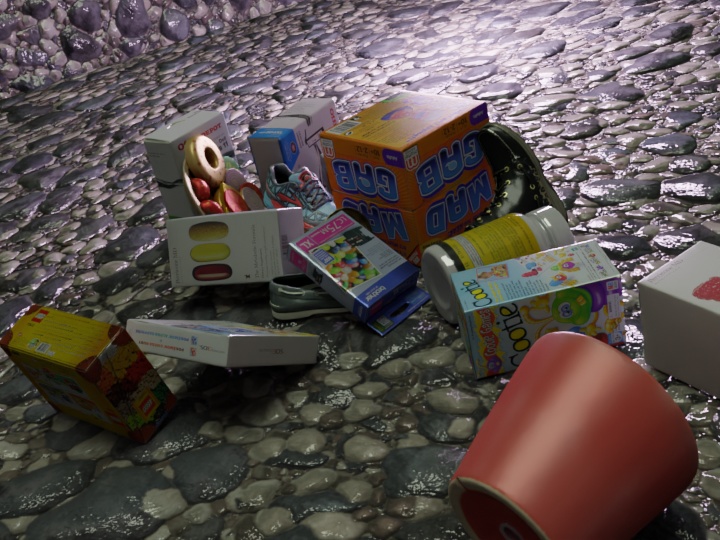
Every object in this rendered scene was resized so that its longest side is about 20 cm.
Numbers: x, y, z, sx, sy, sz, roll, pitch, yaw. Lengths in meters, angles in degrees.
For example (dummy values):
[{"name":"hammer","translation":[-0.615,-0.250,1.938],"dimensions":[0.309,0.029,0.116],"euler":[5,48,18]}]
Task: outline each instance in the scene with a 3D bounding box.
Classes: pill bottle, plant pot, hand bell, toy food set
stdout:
[{"name":"pill bottle","translation":[0.195,-0.013,1.337],"dimensions":[0.198,0.116,0.114],"euler":[-22,29,-15]},{"name":"plant pot","translation":[0.191,0.191,0.904],"dimensions":[0.177,0.202,0.199],"euler":[-41,37,-27]},{"name":"hand bell","translation":[-0.075,-0.056,1.596],"dimensions":[0.103,0.105,0.199],"euler":[-29,20,-27]},{"name":"toy food set","translation":[-0.239,-0.136,1.695],"dimensions":[0.048,0.197,0.202],"euler":[-33,50,23]}]

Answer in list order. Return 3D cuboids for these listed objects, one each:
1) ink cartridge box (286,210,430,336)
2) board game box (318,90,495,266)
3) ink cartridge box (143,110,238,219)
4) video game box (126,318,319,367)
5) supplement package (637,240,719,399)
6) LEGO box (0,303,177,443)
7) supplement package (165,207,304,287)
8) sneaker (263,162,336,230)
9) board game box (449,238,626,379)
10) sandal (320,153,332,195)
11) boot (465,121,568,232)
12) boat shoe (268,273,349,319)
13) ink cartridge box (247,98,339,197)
[{"name":"ink cartridge box","translation":[0.000,0.000,1.402],"dimensions":[0.199,0.042,0.119],"euler":[40,52,23]},{"name":"board game box","translation":[0.085,-0.158,1.560],"dimensions":[0.199,0.202,0.198],"euler":[-32,32,-31]},{"name":"ink cartridge box","translation":[-0.304,-0.181,1.782],"dimensions":[0.082,0.202,0.146],"euler":[9,36,39]},{"name":"video game box","translation":[-0.183,0.097,1.283],"dimensions":[0.180,0.048,0.199],"euler":[3,-2,33]},{"name":"supplement package","translation":[0.432,0.066,1.076],"dimensions":[0.120,0.121,0.199],"euler":[-28,31,-24]},{"name":"LEGO box","translation":[-0.365,0.136,1.272],"dimensions":[0.198,0.150,0.078],"euler":[10,51,37]},{"name":"supplement package","translation":[-0.199,-0.037,1.533],"dimensions":[0.197,0.116,0.109],"euler":[-4,4,19]},{"name":"sneaker","translation":[-0.100,-0.131,1.686],"dimensions":[0.198,0.097,0.079],"euler":[25,38,31]},{"name":"board game box","translation":[0.227,0.049,1.221],"dimensions":[0.197,0.104,0.105],"euler":[-13,28,1]},{"name":"sandal","translation":[-0.006,-0.160,1.751],"dimensions":[0.059,0.080,0.206],"euler":[-25,38,-23]},{"name":"boot","translation":[0.213,-0.115,1.454],"dimensions":[0.153,0.205,0.073],"euler":[-35,0,-27]},{"name":"boat shoe","translation":[-0.043,0.023,1.436],"dimensions":[0.197,0.063,0.073],"euler":[-11,25,2]},{"name":"ink cartridge box","translation":[-0.116,-0.231,1.845],"dimensions":[0.083,0.148,0.200],"euler":[5,33,33]}]
